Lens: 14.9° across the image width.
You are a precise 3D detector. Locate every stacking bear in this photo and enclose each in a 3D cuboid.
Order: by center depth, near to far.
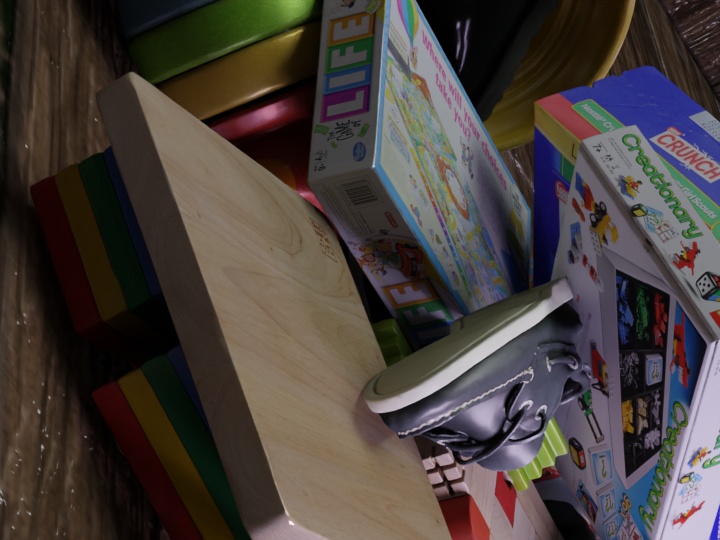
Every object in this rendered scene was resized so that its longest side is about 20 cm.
[{"bbox_3d":[-0.055,-0.102,1.320,0.114,0.121,0.201,-33,103,-73],"label":"stacking bear"}]

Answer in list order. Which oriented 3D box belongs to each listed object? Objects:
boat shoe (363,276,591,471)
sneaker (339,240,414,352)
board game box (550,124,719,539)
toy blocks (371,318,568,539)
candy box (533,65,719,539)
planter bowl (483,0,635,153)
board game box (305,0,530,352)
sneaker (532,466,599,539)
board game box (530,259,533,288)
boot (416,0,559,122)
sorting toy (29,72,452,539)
[{"bbox_3d":[0.059,0.054,1.208,0.066,0.074,0.199,68,16,-2],"label":"boat shoe"},{"bbox_3d":[0.000,0.000,1.411,0.080,0.073,0.201,-24,95,-80],"label":"sneaker"},{"bbox_3d":[0.129,0.047,1.280,0.127,0.034,0.201,59,-24,34],"label":"board game box"},{"bbox_3d":[0.047,0.139,1.284,0.137,0.099,0.201,-79,148,-50],"label":"toy blocks"},{"bbox_3d":[0.157,0.028,1.355,0.169,0.077,0.201,47,-33,45],"label":"candy box"},{"bbox_3d":[0.046,-0.166,1.505,0.201,0.200,0.083,58,-3,-15],"label":"planter bowl"},{"bbox_3d":[0.033,-0.035,1.323,0.200,0.034,0.135,57,28,-45],"label":"board game box"},{"bbox_3d":[0.088,0.116,1.503,0.108,0.067,0.201,66,11,18],"label":"sneaker"},{"bbox_3d":[0.120,0.062,1.594,0.152,0.037,0.200,58,-16,-17],"label":"board game box"},{"bbox_3d":[0.024,-0.152,1.370,0.157,0.212,0.079,15,26,-51],"label":"boot"},{"bbox_3d":[-0.049,0.048,1.127,0.200,0.069,0.200,36,30,-62],"label":"sorting toy"}]
